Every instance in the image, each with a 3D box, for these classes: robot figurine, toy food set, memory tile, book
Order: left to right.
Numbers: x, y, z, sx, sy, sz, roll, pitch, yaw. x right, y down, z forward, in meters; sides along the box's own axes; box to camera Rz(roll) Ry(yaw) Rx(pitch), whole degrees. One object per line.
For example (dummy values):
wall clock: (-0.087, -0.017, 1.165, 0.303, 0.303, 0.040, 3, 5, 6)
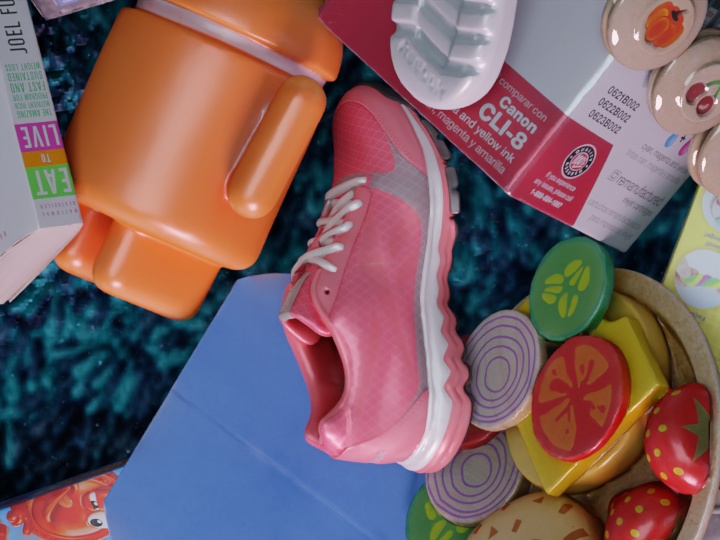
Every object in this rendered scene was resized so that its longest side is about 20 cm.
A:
book: (-0.198, -0.095, 1.171, 0.134, 0.048, 0.201, -33, 69, 54)
robot figurine: (-0.082, -0.080, 1.163, 0.116, 0.144, 0.201, 24, 90, -3)
toy food set: (0.094, 0.091, 1.122, 0.200, 0.049, 0.198, -49, 42, 27)
memory tile: (0.198, -0.102, 1.038, 0.153, 0.200, 0.017, -41, 45, 0)

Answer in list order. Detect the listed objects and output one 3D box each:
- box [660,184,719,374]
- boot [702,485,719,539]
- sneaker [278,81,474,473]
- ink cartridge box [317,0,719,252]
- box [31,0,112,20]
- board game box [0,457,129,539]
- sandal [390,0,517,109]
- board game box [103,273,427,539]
box: (0.212, 0.001, 1.149, 0.117, 0.048, 0.201, 21, 95, 9)
boot: (0.166, 0.203, 1.138, 0.182, 0.072, 0.201, -19, 82, 48)
sneaker: (0.000, 0.000, 1.146, 0.087, 0.074, 0.201, 0, 75, -29)
ink cartridge box: (0.115, -0.139, 1.089, 0.145, 0.145, 0.200, 45, 102, 29)
box: (-0.073, -0.216, 1.142, 0.199, 0.049, 0.160, -14, 48, 12)
board game box: (-0.134, 0.208, 1.226, 0.195, 0.056, 0.201, -20, 90, 12)
sandal: (0.063, -0.169, 1.006, 0.082, 0.050, 0.203, 36, 116, 37)
board game box: (-0.042, 0.104, 1.179, 0.158, 0.039, 0.200, 37, 70, -20)
